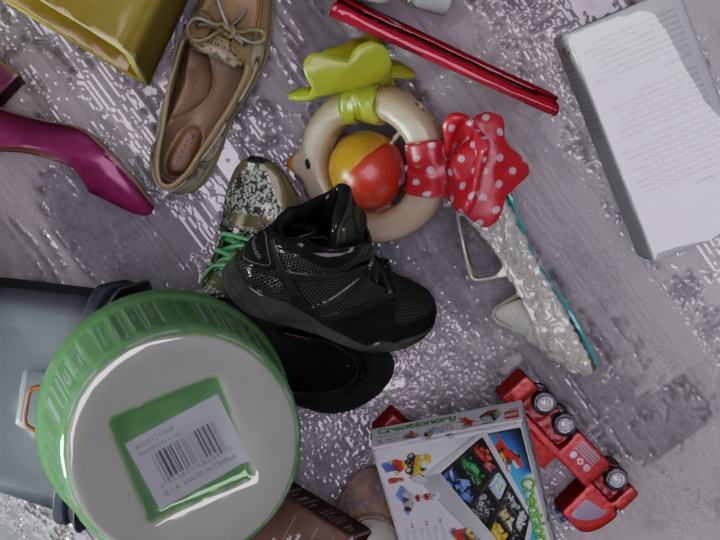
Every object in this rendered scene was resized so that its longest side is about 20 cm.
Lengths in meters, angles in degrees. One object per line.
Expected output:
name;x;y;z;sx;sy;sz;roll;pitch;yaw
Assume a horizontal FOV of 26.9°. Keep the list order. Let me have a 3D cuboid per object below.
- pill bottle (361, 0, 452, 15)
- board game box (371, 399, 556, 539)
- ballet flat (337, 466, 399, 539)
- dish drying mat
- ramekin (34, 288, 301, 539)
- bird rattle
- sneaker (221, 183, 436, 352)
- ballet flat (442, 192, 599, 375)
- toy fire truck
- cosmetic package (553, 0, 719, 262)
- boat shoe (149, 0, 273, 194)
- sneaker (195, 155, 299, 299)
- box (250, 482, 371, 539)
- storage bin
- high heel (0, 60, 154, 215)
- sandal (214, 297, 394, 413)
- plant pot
pill bottle;-0.012;-0.279;1.198;0.199;0.113;0.114;17;95;-3
board game box;0.094;0.209;1.245;0.125;0.035;0.201;-11;116;9
ballet flat;0.007;0.270;1.273;0.068;0.067;0.201;4;95;-9
dish drying mat;0.070;-0.177;1.229;0.199;0.077;0.018;24;102;-3
ramekin;-0.139;0.120;1.121;0.199;0.098;0.201;-3;99;-16
bird rattle;0.027;-0.097;1.225;0.200;0.113;0.163;41;120;1
sneaker;0.000;0.000;1.199;0.199;0.076;0.114;18;130;-33
ballet flat;0.127;0.005;1.255;0.071;0.072;0.201;-27;87;1
toy fire truck;0.122;0.163;1.276;0.141;0.049;0.200;-44;96;3
cosmetic package;0.245;-0.119;1.241;0.101;0.071;0.201;-22;95;0
boat shoe;-0.121;-0.157;1.232;0.073;0.063;0.201;17;94;-3
sneaker;-0.100;0.007;1.226;0.076;0.089;0.201;10;95;19
box;-0.102;0.206;1.235;0.199;0.075;0.101;29;92;15
storage bin;-0.264;0.098;1.222;0.134;0.146;0.201;10;95;8
high heel;-0.265;-0.086;1.232;0.200;0.067;0.096;38;83;10
sandal;-0.049;0.076;1.220;0.200;0.048;0.076;15;95;-36
plant pot;-0.204;-0.288;1.161;0.195;0.194;0.201;30;88;-4
